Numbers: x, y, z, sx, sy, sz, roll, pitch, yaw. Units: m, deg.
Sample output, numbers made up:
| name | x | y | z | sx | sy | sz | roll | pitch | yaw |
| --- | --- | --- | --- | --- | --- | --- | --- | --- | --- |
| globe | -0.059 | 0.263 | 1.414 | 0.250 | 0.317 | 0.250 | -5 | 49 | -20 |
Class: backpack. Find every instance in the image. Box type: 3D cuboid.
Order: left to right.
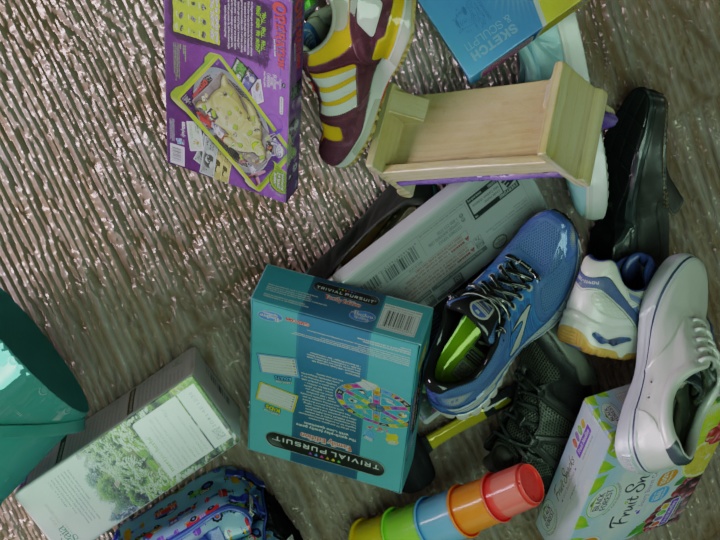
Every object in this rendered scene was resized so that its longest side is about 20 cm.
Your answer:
| name | x | y | z | sx | sy | sz | roll | pitch | yaw |
| --- | --- | --- | --- | --- | --- | --- | --- | --- | --- |
| backpack | -0.136 | 0.291 | 1.485 | 0.181 | 0.200 | 0.135 | -29 | 108 | 4 |

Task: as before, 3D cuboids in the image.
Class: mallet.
| name | x | y | z | sx | sy | sz | roll | pitch | yaw |
| --- | --- | --- | --- | --- | --- | --- | --- | --- | --- |
| mallet | 0.104 | 0.128 | 1.549 | 0.199 | 0.041 | 0.066 | -36 | 111 | 1 |

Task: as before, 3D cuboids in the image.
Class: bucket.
| name | x | y | z | sx | sy | sz | roll | pitch | yaw |
| --- | --- | --- | --- | --- | --- | --- | --- | --- | --- |
| bucket | -0.336 | 0.099 | 1.407 | 0.134 | 0.207 | 0.208 | -40 | 107 | 1 |

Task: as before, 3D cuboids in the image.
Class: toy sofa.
| name | x | y | z | sx | sy | sz | roll | pitch | yaw |
| --- | --- | --- | --- | --- | --- | --- | --- | --- | --- |
| toy sofa | 0.111 | -0.108 | 1.383 | 0.097 | 0.198 | 0.084 | 32 | 66 | -44 |

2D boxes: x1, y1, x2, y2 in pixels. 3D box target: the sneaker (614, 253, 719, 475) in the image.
| name | x | y | z | sx | sy | sz | roll | pitch | yaw |
| --- | --- | --- | --- | --- | --- | --- | --- | --- | --- |
| sneaker | 0.271 | 0.078 | 1.383 | 0.073 | 0.070 | 0.202 | 35 | 61 | -39 |

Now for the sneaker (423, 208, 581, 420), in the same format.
| name | x | y | z | sx | sy | sz | roll | pitch | yaw |
| --- | --- | --- | --- | --- | --- | --- | --- | --- | --- |
| sneaker | 0.121 | 0.035 | 1.411 | 0.078 | 0.089 | 0.201 | 32 | 86 | 20 |

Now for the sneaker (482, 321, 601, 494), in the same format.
| name | x | y | z | sx | sy | sz | roll | pitch | yaw |
| --- | --- | --- | --- | --- | --- | --- | --- | --- | --- |
| sneaker | 0.160 | 0.128 | 1.503 | 0.114 | 0.076 | 0.201 | -31 | 130 | -14 |

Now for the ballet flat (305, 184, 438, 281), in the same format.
| name | x | y | z | sx | sy | sz | roll | pitch | yaw |
| --- | --- | --- | --- | --- | --- | --- | --- | --- | --- |
| ballet flat | 0.000 | 0.000 | 1.475 | 0.068 | 0.069 | 0.201 | 31 | 102 | -28 |

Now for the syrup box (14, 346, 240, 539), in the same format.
| name | x | y | z | sx | sy | sz | roll | pitch | yaw |
| --- | --- | --- | --- | --- | --- | --- | --- | --- | --- |
| syrup box | -0.210 | 0.165 | 1.500 | 0.199 | 0.082 | 0.079 | -34 | 106 | 5 |

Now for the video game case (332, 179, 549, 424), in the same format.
| name | x | y | z | sx | sy | sz | roll | pitch | yaw |
| --- | --- | --- | --- | --- | --- | --- | --- | --- | --- |
| video game case | 0.093 | 0.013 | 1.471 | 0.199 | 0.023 | 0.183 | -38 | 124 | -9 |

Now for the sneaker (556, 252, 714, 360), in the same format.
| name | x | y | z | sx | sy | sz | roll | pitch | yaw |
| --- | --- | --- | --- | --- | --- | --- | --- | --- | --- |
| sneaker | 0.257 | 0.032 | 1.458 | 0.199 | 0.075 | 0.089 | 5 | 101 | -48 |

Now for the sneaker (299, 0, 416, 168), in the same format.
| name | x | y | z | sx | sy | sz | roll | pitch | yaw |
| --- | --- | --- | --- | --- | --- | --- | --- | --- | --- |
| sneaker | -0.019 | -0.171 | 1.391 | 0.089 | 0.076 | 0.201 | 15 | 137 | -10 |

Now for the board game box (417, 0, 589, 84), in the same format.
| name | x | y | z | sx | sy | sz | roll | pitch | yaw |
| --- | --- | --- | --- | --- | --- | --- | --- | --- | --- |
| board game box | 0.133 | -0.277 | 1.394 | 0.199 | 0.040 | 0.154 | -35 | 86 | 5 |

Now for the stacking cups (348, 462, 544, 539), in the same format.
| name | x | y | z | sx | sy | sz | roll | pitch | yaw |
| --- | --- | --- | --- | --- | --- | --- | --- | --- | --- |
| stacking cups | 0.079 | 0.222 | 1.519 | 0.199 | 0.061 | 0.061 | -30 | 110 | 32 |

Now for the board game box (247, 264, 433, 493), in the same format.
| name | x | y | z | sx | sy | sz | roll | pitch | yaw |
| --- | --- | --- | --- | --- | --- | --- | --- | --- | --- |
| board game box | -0.021 | 0.097 | 1.450 | 0.149 | 0.047 | 0.201 | 15 | 136 | 9 |

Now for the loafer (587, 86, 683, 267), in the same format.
| name | x | y | z | sx | sy | sz | roll | pitch | yaw |
| --- | --- | --- | --- | --- | --- | --- | --- | --- | --- |
| loafer | 0.255 | -0.068 | 1.490 | 0.071 | 0.073 | 0.202 | -1 | 117 | -16 |

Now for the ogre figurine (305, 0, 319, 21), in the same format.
| name | x | y | z | sx | sy | sz | roll | pitch | yaw |
| --- | --- | --- | --- | --- | --- | --- | --- | --- | --- |
| ogre figurine | -0.084 | -0.287 | 1.370 | 0.118 | 0.098 | 0.203 | 10 | 92 | 8 |

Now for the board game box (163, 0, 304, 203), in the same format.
| name | x | y | z | sx | sy | sz | roll | pitch | yaw |
| --- | --- | --- | --- | --- | --- | --- | --- | --- | --- |
| board game box | -0.106 | -0.158 | 1.375 | 0.119 | 0.032 | 0.202 | 22 | 133 | 19 |

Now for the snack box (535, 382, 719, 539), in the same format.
| name | x | y | z | sx | sy | sz | roll | pitch | yaw |
| --- | --- | --- | --- | --- | --- | --- | --- | --- | --- |
| snack box | 0.248 | 0.174 | 1.498 | 0.141 | 0.053 | 0.201 | -14 | 143 | -21 |

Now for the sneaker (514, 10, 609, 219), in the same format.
| name | x | y | z | sx | sy | sz | roll | pitch | yaw |
| --- | --- | --- | --- | --- | --- | --- | --- | --- | --- |
| sneaker | 0.166 | -0.138 | 1.458 | 0.081 | 0.074 | 0.203 | -13 | 100 | 6 |
